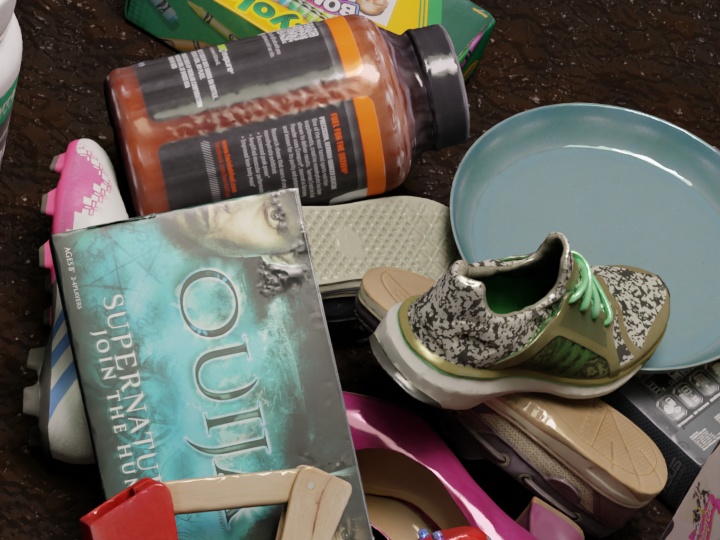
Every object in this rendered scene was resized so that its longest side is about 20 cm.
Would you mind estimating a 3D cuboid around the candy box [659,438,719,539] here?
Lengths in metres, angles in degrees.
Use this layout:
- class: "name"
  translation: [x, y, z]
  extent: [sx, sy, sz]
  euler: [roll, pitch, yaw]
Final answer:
- class: "candy box"
  translation: [0.244, 0.181, 1.283]
  extent: [0.071, 0.168, 0.201]
  euler: [-13, 56, -28]

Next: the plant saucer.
- class: "plant saucer"
  translation: [0.146, -0.015, 1.446]
  extent: [0.199, 0.028, 0.201]
  euler: [6, 49, -8]

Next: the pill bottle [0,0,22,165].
- class: "pill bottle"
  translation: [-0.243, -0.096, 1.341]
  extent: [0.112, 0.201, 0.114]
  euler: [9, 49, -10]

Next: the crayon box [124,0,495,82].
- class: "crayon box"
  translation: [-0.032, -0.158, 1.555]
  extent: [0.199, 0.058, 0.119]
  euler: [32, 49, 10]

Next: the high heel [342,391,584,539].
- class: "high heel"
  translation: [0.028, 0.133, 1.319]
  extent: [0.199, 0.068, 0.096]
  euler: [23, 37, -2]

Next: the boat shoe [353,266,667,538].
- class: "boat shoe"
  translation: [0.073, 0.076, 1.368]
  extent: [0.199, 0.065, 0.072]
  euler: [35, 29, 2]

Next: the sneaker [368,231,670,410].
- class: "sneaker"
  translation: [0.103, 0.018, 1.319]
  extent: [0.199, 0.089, 0.077]
  euler: [-11, 57, -41]

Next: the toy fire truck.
- class: "toy fire truck"
  translation: [-0.027, 0.151, 1.251]
  extent: [0.199, 0.049, 0.142]
  euler: [-19, 92, -13]

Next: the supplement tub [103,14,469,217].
- class: "supplement tub"
  translation: [-0.041, -0.084, 1.427]
  extent: [0.199, 0.107, 0.107]
  euler: [-13, 54, -6]

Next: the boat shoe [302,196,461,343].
- class: "boat shoe"
  translation: [0.000, 0.000, 1.430]
  extent: [0.199, 0.062, 0.075]
  euler: [1, 65, -35]

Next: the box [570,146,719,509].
- class: "box"
  translation: [0.198, 0.029, 1.475]
  extent: [0.158, 0.051, 0.200]
  euler: [43, 53, 19]

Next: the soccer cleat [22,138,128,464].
- class: "soccer cleat"
  translation: [-0.134, 0.018, 1.366]
  extent: [0.086, 0.070, 0.201]
  euler: [2, 58, -2]

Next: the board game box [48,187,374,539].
- class: "board game box"
  translation: [-0.076, 0.067, 1.294]
  extent: [0.134, 0.028, 0.201]
  euler: [-12, 84, -11]
